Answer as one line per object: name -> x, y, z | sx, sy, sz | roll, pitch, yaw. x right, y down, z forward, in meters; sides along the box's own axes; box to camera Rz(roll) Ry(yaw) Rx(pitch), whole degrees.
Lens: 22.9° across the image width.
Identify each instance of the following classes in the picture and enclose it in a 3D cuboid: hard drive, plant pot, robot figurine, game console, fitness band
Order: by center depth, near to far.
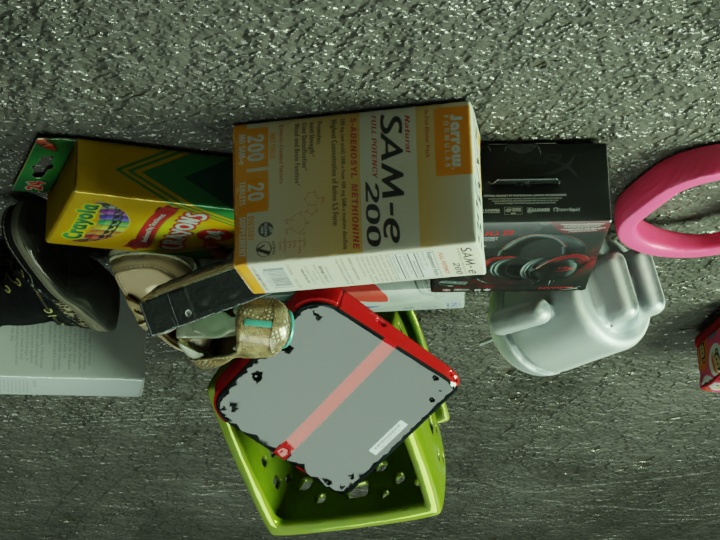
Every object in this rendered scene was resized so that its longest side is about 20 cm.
hard drive -> -0.093, 0.002, 1.586 | 0.198, 0.038, 0.140 | -21, -175, 4
fitness band -> 0.312, -0.060, 1.596 | 0.142, 0.038, 0.200 | 5, 158, -18
game console -> -0.029, 0.114, 1.696 | 0.176, 0.031, 0.200 | 33, 125, -15
robot figurine -> 0.204, 0.037, 1.741 | 0.169, 0.114, 0.199 | -4, 166, -41
plant pot -> -0.018, 0.134, 1.830 | 0.197, 0.182, 0.201 | -10, 118, 19

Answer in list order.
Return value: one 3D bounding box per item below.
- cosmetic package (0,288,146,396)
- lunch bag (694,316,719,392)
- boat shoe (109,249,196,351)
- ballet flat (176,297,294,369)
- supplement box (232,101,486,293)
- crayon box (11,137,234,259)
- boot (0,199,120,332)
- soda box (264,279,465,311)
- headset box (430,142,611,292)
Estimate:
cosmetic package -> -0.319, 0.070, 1.809 | 0.198, 0.102, 0.071 | 3, 161, -10
lunch bag -> 0.477, 0.095, 1.974 | 0.198, 0.083, 0.176 | 1, 161, -9
boat shoe -> -0.192, 0.030, 1.751 | 0.073, 0.070, 0.200 | -7, 160, 14
ballet flat -> -0.135, 0.053, 1.669 | 0.065, 0.071, 0.199 | 9, 166, -30
supplement box -> -0.001, -0.058, 1.440 | 0.198, 0.127, 0.074 | -6, 159, 9
crayon box -> -0.193, -0.060, 1.529 | 0.198, 0.051, 0.127 | 6, 160, -19
boot -> -0.326, 0.002, 1.659 | 0.149, 0.074, 0.200 | -2, 155, 18
soda box -> 0.000, 0.000, 1.689 | 0.198, 0.069, 0.064 | -2, 160, 3
headset box -> 0.136, -0.047, 1.556 | 0.147, 0.076, 0.200 | -1, 160, -1
